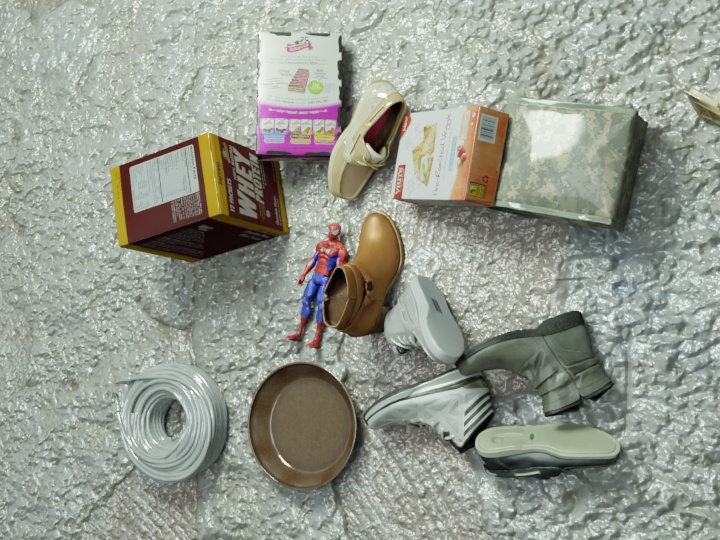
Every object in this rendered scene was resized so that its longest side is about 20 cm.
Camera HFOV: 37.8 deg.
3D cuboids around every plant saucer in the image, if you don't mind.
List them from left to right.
[{"bbox_3d":[-0.087,0.245,1.668,0.200,0.037,0.201,-3,84,28],"label":"plant saucer"}]

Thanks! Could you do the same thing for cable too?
[{"bbox_3d":[-0.317,0.256,1.771,0.200,0.069,0.201,-17,78,25],"label":"cable"}]

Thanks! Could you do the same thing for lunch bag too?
[{"bbox_3d":[0.281,-0.150,1.471,0.199,0.118,0.165,12,92,24],"label":"lunch bag"}]

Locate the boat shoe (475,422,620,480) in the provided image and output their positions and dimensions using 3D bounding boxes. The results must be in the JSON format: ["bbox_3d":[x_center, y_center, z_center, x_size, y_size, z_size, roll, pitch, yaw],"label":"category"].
[{"bbox_3d":[0.265,0.258,1.476,0.199,0.072,0.068,-4,119,21],"label":"boat shoe"}]

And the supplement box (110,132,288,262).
[{"bbox_3d":[-0.258,-0.112,1.705,0.200,0.197,0.133,-15,76,26],"label":"supplement box"}]

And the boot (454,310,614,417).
[{"bbox_3d":[0.242,0.146,1.467,0.199,0.068,0.131,-20,74,6],"label":"boot"}]

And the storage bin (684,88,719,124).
[{"bbox_3d":[0.512,-0.267,1.316,0.094,0.198,0.200,39,102,22],"label":"storage bin"}]

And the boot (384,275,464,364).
[{"bbox_3d":[0.088,0.096,1.535,0.096,0.073,0.200,-52,22,21],"label":"boot"}]

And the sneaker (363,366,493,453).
[{"bbox_3d":[0.103,0.223,1.548,0.200,0.076,0.116,-25,72,21],"label":"sneaker"}]

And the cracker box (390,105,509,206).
[{"bbox_3d":[0.126,-0.164,1.536,0.200,0.058,0.134,7,87,61],"label":"cracker box"}]

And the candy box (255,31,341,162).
[{"bbox_3d":[-0.098,-0.277,1.684,0.136,0.061,0.201,1,85,-3],"label":"candy box"}]

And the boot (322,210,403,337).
[{"bbox_3d":[0.000,0.000,1.581,0.073,0.155,0.201,-3,83,28],"label":"boot"}]

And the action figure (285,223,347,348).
[{"bbox_3d":[-0.065,0.022,1.676,0.065,0.052,0.201,17,90,32],"label":"action figure"}]

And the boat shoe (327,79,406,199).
[{"bbox_3d":[0.011,-0.192,1.623,0.069,0.074,0.200,44,120,43],"label":"boat shoe"}]
